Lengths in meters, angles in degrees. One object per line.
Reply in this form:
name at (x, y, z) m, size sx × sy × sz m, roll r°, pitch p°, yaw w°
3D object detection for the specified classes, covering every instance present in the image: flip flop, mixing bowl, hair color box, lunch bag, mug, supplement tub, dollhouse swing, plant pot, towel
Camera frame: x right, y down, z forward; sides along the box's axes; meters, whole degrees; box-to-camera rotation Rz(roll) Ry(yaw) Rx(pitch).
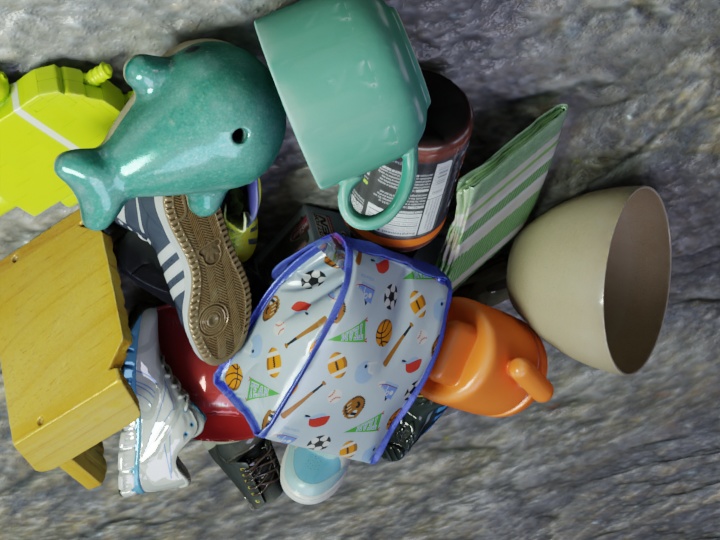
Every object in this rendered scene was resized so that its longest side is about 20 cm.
flip flop at (0.118, 0.046, 1.698) m, size 0.200 × 0.058 × 0.081 m, roll -24°, pitch 146°, yaw 9°
mixing bowl at (-0.147, 0.115, 1.582) m, size 0.200 × 0.109 × 0.200 m, roll -1°, pitch 156°, yaw -1°
hair color box at (0.000, 0.000, 1.576) m, size 0.200 × 0.061 × 0.099 m, roll 12°, pitch 138°, yaw -37°
lunch bag at (-0.017, 0.066, 1.445) m, size 0.170 × 0.124 × 0.200 m, roll 18°, pitch 109°, yaw -46°
mug at (-0.004, -0.147, 1.268) m, size 0.114 × 0.152 × 0.185 m, roll -22°, pitch 128°, yaw 2°
supplement tub at (0.038, -0.090, 1.423) m, size 0.107 × 0.107 × 0.200 m, roll -7°, pitch 146°, yaw -15°
dollhouse swing at (-0.254, 0.087, 1.456) m, size 0.182 × 0.200 × 0.176 m, roll -31°, pitch 144°, yaw 19°
plant pot at (0.235, 0.005, 1.604) m, size 0.134 × 0.201 × 0.200 m, roll 6°, pitch 158°, yaw 30°
towel at (0.135, -0.067, 1.508) m, size 0.152 × 0.023 × 0.200 m, roll -39°, pitch 159°, yaw -26°

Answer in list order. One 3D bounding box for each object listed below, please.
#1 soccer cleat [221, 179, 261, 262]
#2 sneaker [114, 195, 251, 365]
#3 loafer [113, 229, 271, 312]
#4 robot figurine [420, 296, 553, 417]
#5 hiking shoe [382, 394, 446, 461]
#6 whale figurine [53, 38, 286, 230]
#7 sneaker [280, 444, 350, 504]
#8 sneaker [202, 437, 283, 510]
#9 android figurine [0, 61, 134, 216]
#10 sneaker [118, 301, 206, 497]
soccer cleat at (-0.125, -0.055, 1.416) m, size 0.065 × 0.084 × 0.200 m, roll -11°, pitch 147°, yaw -10°
sneaker at (-0.168, -0.013, 1.398) m, size 0.070 × 0.108 × 0.200 m, roll -29°, pitch 121°, yaw -32°
loafer at (-0.153, 0.017, 1.478) m, size 0.200 × 0.073 × 0.072 m, roll 35°, pitch 168°, yaw -19°
robot figurine at (0.126, 0.095, 1.599) m, size 0.144 × 0.117 × 0.200 m, roll -21°, pitch 156°, yaw 30°
hiking shoe at (0.083, 0.141, 1.825) m, size 0.200 × 0.074 × 0.087 m, roll -48°, pitch 176°, yaw 20°
whale figurine at (-0.151, -0.106, 1.253) m, size 0.200 × 0.104 × 0.159 m, roll -32°, pitch 122°, yaw -17°
sneaker at (-0.028, 0.163, 1.719) m, size 0.079 × 0.200 × 0.131 m, roll 22°, pitch 135°, yaw 8°
sneaker at (-0.117, 0.215, 1.731) m, size 0.075 × 0.106 × 0.200 m, roll -36°, pitch 180°, yaw -16°
android figurine at (-0.278, -0.113, 1.302) m, size 0.200 × 0.041 × 0.182 m, roll -31°, pitch 144°, yaw 20°
sneaker at (-0.196, 0.127, 1.492) m, size 0.086 × 0.075 × 0.200 m, roll 1°, pitch 106°, yaw -4°
